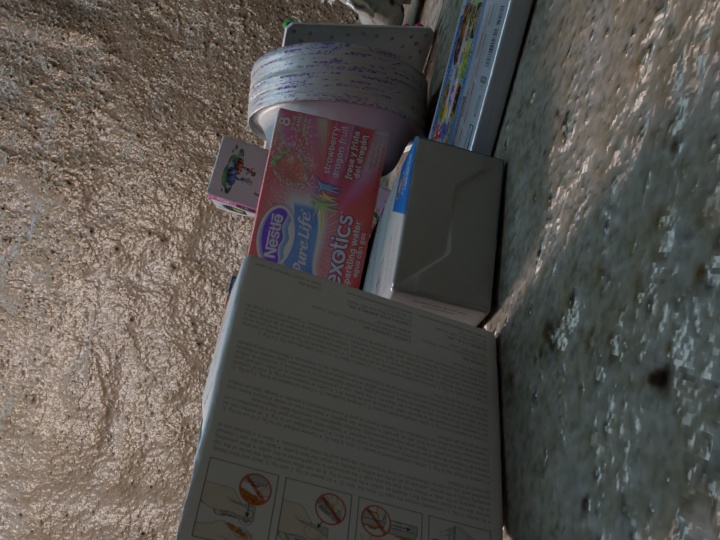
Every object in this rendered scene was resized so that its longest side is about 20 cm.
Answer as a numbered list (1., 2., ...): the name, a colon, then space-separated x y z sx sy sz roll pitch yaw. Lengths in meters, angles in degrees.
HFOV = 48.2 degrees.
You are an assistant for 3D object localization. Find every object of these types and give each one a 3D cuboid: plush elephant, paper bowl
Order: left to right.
1. paper bowl: -0.026 -0.163 0.888 0.201 0.197 0.106 139 134 -79
2. plush elephant: 0.032 -0.426 1.189 0.199 0.156 0.164 -39 -20 25

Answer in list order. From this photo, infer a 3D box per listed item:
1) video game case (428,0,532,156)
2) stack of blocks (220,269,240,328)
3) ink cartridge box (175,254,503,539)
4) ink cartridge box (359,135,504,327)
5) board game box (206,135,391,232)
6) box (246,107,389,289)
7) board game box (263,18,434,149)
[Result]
1. video game case: 0.091 -0.153 0.664 0.200 0.018 0.145 -99 22 -72
2. stack of blocks: -0.120 0.080 1.290 0.059 0.197 0.117 -119 43 -80
3. ink cartridge box: -0.006 0.099 0.413 0.050 0.160 0.202 120 163 -48
4. ink cartridge box: 0.039 0.009 0.600 0.200 0.066 0.118 115 167 -64
5. board game box: -0.058 -0.074 0.869 0.148 0.197 0.065 -179 105 -84
6. box: -0.044 -0.018 0.669 0.103 0.093 0.203 159 122 -85
7. board game box: -0.021 -0.220 1.015 0.026 0.197 0.202 59 145 40
